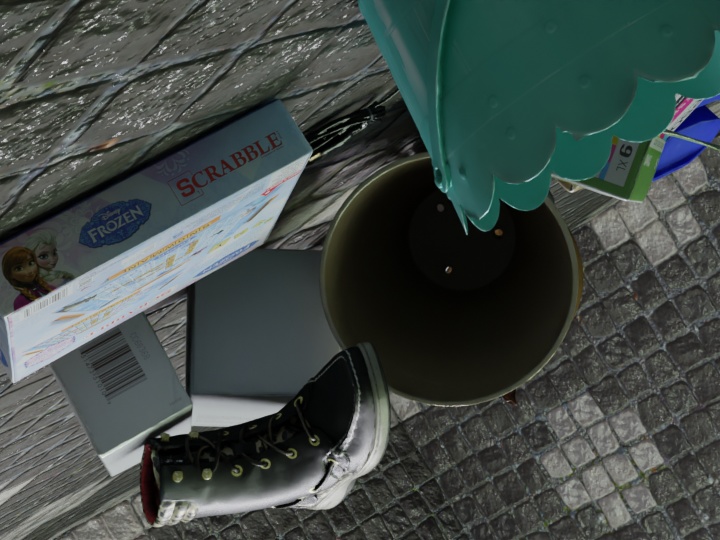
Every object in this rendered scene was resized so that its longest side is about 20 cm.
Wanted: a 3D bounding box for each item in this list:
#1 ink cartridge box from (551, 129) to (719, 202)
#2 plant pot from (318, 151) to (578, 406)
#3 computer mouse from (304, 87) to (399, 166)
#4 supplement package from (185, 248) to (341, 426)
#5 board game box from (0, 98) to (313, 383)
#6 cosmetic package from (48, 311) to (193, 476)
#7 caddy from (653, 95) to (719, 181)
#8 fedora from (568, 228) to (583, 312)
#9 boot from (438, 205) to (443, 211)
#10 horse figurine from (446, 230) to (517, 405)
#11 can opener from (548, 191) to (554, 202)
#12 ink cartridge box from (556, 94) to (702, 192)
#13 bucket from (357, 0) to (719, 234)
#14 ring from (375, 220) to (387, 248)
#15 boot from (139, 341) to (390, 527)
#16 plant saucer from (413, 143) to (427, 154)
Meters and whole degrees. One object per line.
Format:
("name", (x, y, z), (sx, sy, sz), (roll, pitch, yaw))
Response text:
("ink cartridge box", (0.166, -0.090, 1.081), (0.104, 0.200, 0.059), (-6, 115, -74))
("plant pot", (0.073, -0.012, 1.162), (0.187, 0.188, 0.200), (-33, -174, 11))
("computer mouse", (0.042, -0.120, 0.976), (0.200, 0.034, 0.059), (-33, 174, 15))
("supplement package", (-0.084, 0.060, 1.215), (0.117, 0.118, 0.200), (2, 167, -8))
("board game box", (-0.137, -0.013, 0.913), (0.200, 0.041, 0.200), (-30, 173, -18))
("cosmetic package", (-0.188, 0.088, 1.146), (0.081, 0.113, 0.200), (-29, 171, -13))
("caddy", (0.285, -0.172, 1.418), (0.200, 0.105, 0.142), (-23, 146, -51))
("fedora", (0.137, 0.008, 1.601), (0.200, 0.201, 0.082), (-30, 180, -13))
("boot", (0.044, -0.030, 1.450), (0.199, 0.096, 0.074), (-10, 150, 21))
("horse figurine", (0.108, 0.022, 1.357), (0.132, 0.200, 0.050), (-35, -168, -9))
("can opener", (0.148, -0.091, 1.302), (0.053, 0.067, 0.200), (-33, 169, 11))
("ink cartridge box", (0.237, -0.165, 1.191), (0.200, 0.075, 0.165), (-51, 164, 31))
("bucket", (0.106, -0.127, 0.758), (0.207, 0.135, 0.207), (-32, 174, -3))
("ring", (0.000, 0.000, 1.309), (0.200, 0.019, 0.201), (21, 90, -88))
("boot", (-0.071, 0.126, 1.069), (0.153, 0.074, 0.204), (-5, 149, -22))
("plant saucer", (0.119, -0.127, 1.271), (0.200, 0.030, 0.200), (-32, 174, -4))
